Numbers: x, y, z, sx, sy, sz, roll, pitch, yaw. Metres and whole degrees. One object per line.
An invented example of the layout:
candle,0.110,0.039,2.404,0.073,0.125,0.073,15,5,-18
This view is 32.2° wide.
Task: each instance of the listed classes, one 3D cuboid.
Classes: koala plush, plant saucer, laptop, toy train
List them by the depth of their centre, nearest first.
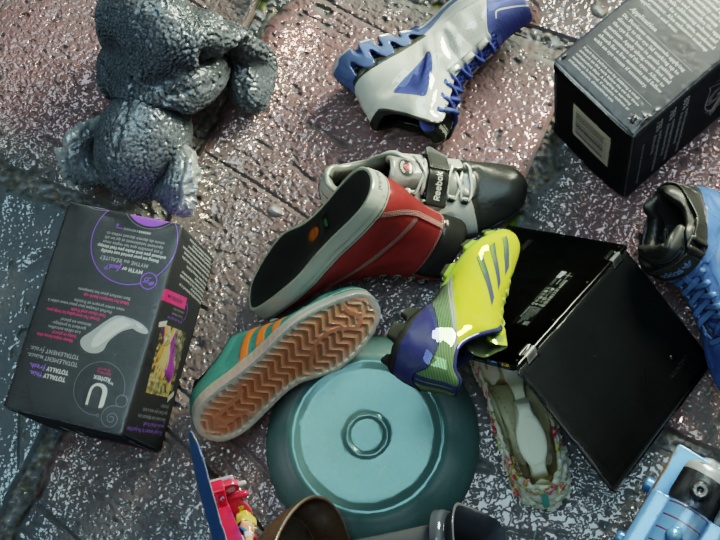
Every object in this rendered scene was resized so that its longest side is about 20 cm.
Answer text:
plant saucer,-0.055,0.285,1.021,0.034,0.200,0.201,0,72,23
toy train,0.248,0.239,1.029,0.087,0.114,0.200,32,80,16
laptop,0.174,0.068,1.103,0.200,0.116,0.187,13,40,38
plant saucer,0.008,0.153,1.135,0.199,0.036,0.201,-3,72,8
koala plush,-0.202,-0.158,1.203,0.177,0.184,0.201,19,88,14

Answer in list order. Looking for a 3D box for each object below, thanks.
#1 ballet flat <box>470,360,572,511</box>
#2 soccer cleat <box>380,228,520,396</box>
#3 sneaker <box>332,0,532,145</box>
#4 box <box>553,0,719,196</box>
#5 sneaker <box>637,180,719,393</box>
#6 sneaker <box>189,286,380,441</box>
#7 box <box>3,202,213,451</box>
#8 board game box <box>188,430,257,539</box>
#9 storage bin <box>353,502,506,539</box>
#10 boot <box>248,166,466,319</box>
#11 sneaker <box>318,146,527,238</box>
ballet flat,0.144,0.114,1.111,0.075,0.064,0.201,-19,70,3
soccer cleat,0.094,0.036,1.035,0.084,0.065,0.200,27,44,18
sneaker,0.083,-0.188,1.214,0.199,0.081,0.115,-25,74,8
box,0.283,-0.188,1.141,0.200,0.148,0.104,-40,71,-6
sneaker,0.294,0.016,1.088,0.111,0.077,0.201,12,66,-29
sneaker,-0.076,0.071,1.143,0.200,0.071,0.080,-34,31,1
box,-0.230,0.054,1.163,0.122,0.106,0.201,11,75,14
board game box,-0.103,0.229,1.071,0.039,0.158,0.200,-15,70,-13
storage bin,0.042,0.277,1.017,0.134,0.200,0.146,-10,71,17
boot,0.000,0.000,1.167,0.200,0.144,0.073,-39,41,32
sneaker,0.058,-0.076,1.172,0.199,0.089,0.074,-5,71,6
